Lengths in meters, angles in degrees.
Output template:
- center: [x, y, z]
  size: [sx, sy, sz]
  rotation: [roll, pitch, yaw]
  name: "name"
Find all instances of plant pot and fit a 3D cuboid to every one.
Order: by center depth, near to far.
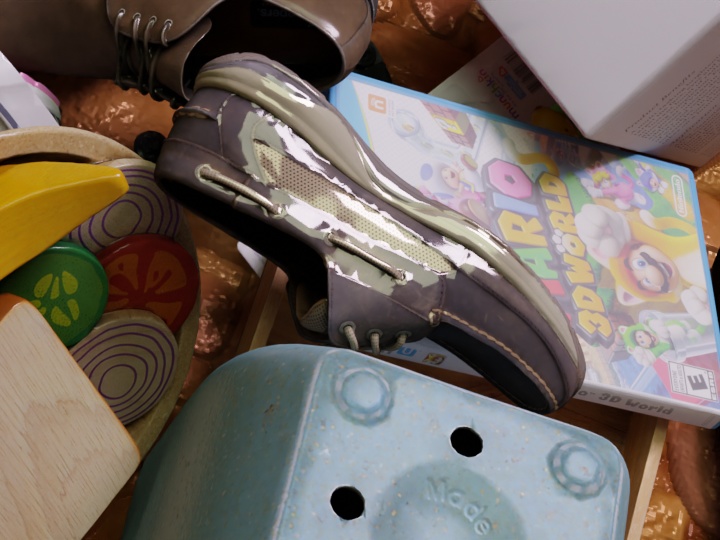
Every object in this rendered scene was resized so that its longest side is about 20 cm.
- center: [0.004, 0.136, 0.628]
  size: [0.195, 0.200, 0.197]
  rotation: [19, 54, -7]
  name: "plant pot"

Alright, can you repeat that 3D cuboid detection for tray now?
- center: [0.042, 0.058, 0.762]
  size: [0.199, 0.037, 0.099]
  rotation: [23, 70, -14]
  name: "tray"

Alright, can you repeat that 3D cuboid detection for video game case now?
- center: [0.074, -0.011, 0.771]
  size: [0.199, 0.018, 0.144]
  rotation: [13, 53, -20]
  name: "video game case"

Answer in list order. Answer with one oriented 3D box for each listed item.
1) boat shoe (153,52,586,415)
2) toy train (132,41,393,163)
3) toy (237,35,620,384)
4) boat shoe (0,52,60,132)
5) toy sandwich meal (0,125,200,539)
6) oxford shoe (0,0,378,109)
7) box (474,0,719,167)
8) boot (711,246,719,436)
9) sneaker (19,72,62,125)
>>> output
- center: [0.000, 0.000, 0.676]
  size: [0.200, 0.074, 0.073]
  rotation: [39, 73, -4]
  name: "boat shoe"
- center: [-0.061, -0.063, 0.834]
  size: [0.199, 0.034, 0.046]
  rotation: [-29, 84, -32]
  name: "toy train"
- center: [0.043, -0.020, 0.826]
  size: [0.200, 0.047, 0.115]
  rotation: [-39, 90, -22]
  name: "toy"
- center: [-0.159, -0.031, 0.717]
  size: [0.070, 0.071, 0.201]
  rotation: [-43, 119, -22]
  name: "boat shoe"
- center: [-0.130, 0.043, 0.656]
  size: [0.205, 0.206, 0.070]
  rotation: [-32, 39, -32]
  name: "toy sandwich meal"
- center: [-0.094, -0.111, 0.746]
  size: [0.199, 0.073, 0.085]
  rotation: [-1, 35, 6]
  name: "oxford shoe"
- center: [0.139, -0.148, 0.849]
  size: [0.153, 0.106, 0.200]
  rotation: [54, 21, 18]
  name: "box"
- center: [0.254, 0.081, 0.836]
  size: [0.164, 0.066, 0.201]
  rotation: [16, 51, -11]
  name: "boot"
- center: [-0.236, -0.049, 0.753]
  size: [0.199, 0.080, 0.087]
  rotation: [0, 82, -21]
  name: "sneaker"
